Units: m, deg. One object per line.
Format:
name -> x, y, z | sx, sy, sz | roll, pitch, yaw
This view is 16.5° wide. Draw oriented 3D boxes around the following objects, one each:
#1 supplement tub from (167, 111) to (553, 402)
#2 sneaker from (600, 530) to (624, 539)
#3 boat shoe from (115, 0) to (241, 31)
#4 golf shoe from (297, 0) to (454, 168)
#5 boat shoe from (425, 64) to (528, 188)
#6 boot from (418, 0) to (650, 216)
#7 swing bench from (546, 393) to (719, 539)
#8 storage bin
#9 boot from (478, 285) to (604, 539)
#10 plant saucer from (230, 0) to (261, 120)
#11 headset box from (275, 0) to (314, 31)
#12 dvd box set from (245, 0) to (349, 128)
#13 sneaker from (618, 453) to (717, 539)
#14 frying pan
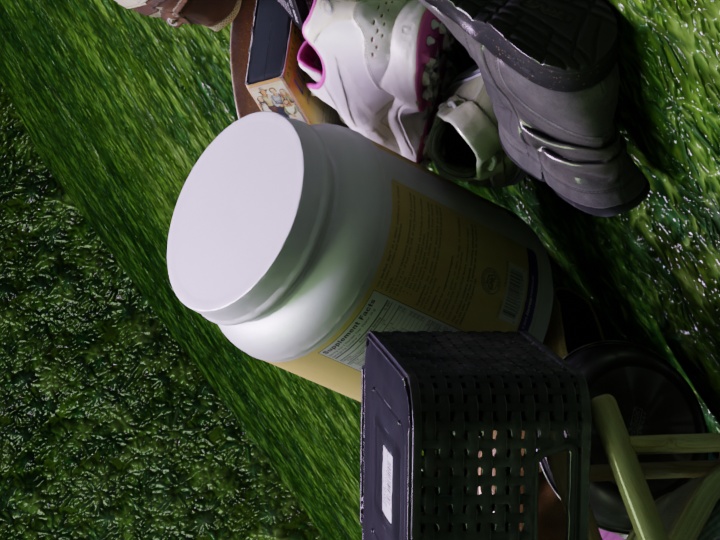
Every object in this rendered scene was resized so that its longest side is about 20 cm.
supplement tub -> 0.000, 0.000, 1.474 | 0.199, 0.146, 0.145 | 25, -169, -36
sneaker -> 0.175, 0.148, 1.639 | 0.088, 0.081, 0.200 | 34, -169, -35
boat shoe -> -0.104, -0.186, 1.545 | 0.075, 0.075, 0.202 | 31, 178, -14
golf shoe -> 0.009, -0.115, 1.517 | 0.091, 0.076, 0.200 | 14, 155, 7
boat shoe -> 0.066, -0.082, 1.447 | 0.072, 0.062, 0.200 | 56, 171, 6
boot -> 0.069, -0.116, 1.300 | 0.200, 0.070, 0.132 | 51, 167, 37
swing bench -> 0.173, 0.173, 1.309 | 0.199, 0.129, 0.201 | 120, 148, -80
storage bin -> 0.056, 0.110, 1.312 | 0.200, 0.093, 0.136 | -132, 42, -81
boot -> 0.116, 0.107, 1.506 | 0.075, 0.073, 0.201 | -20, 73, 52
plant saucer -> -0.028, -0.108, 1.657 | 0.200, 0.032, 0.202 | -13, -90, -69
headset box -> -0.070, -0.263, 1.500 | 0.200, 0.077, 0.149 | 52, 169, 31
dvd box set -> -0.013, -0.102, 1.601 | 0.147, 0.029, 0.200 | -85, -27, -42
sneaker -> 0.168, 0.103, 1.527 | 0.200, 0.077, 0.080 | 44, 152, 46
frying pan -> 0.128, 0.070, 1.442 | 0.190, 0.115, 0.031 | 43, 154, -7
